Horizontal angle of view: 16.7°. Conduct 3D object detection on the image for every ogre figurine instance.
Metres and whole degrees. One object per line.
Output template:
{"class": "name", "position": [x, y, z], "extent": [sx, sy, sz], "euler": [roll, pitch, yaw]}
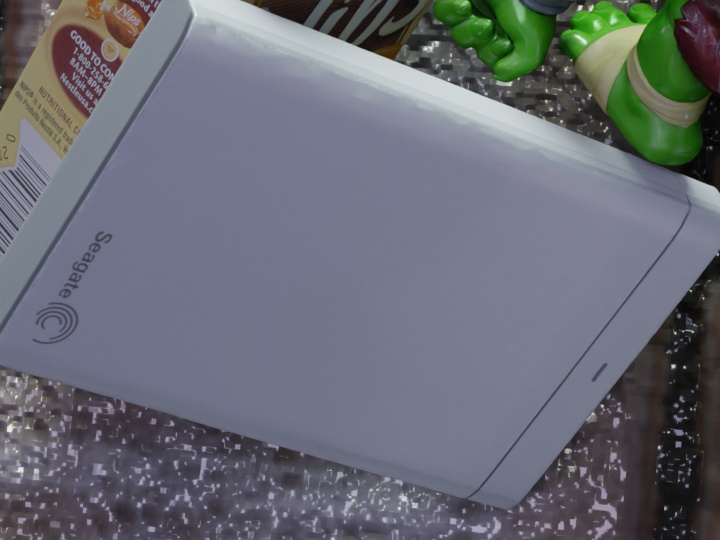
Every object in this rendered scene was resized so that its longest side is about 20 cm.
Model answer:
{"class": "ogre figurine", "position": [0.132, -0.070, 0.718], "extent": [0.200, 0.120, 0.098], "euler": [42, 50, 14]}

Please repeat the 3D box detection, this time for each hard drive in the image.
{"class": "hard drive", "position": [0.000, 0.000, 0.746], "extent": [0.132, 0.199, 0.027], "euler": [-54, 34, 27]}

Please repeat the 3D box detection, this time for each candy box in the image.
{"class": "candy box", "position": [-0.039, -0.073, 0.760], "extent": [0.055, 0.115, 0.200], "euler": [47, 123, 18]}
